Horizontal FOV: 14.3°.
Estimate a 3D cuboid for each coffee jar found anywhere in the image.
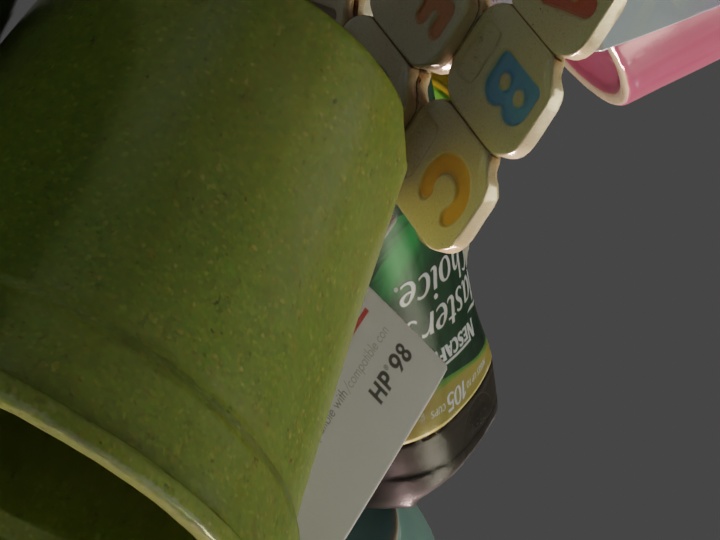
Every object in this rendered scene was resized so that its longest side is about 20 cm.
[{"bbox_3d":[0.000,0.000,1.252,0.104,0.085,0.200,-51,134,-54],"label":"coffee jar"}]

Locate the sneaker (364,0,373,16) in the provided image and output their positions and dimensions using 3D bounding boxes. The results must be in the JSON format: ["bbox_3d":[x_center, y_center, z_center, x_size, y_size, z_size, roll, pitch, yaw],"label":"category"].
[{"bbox_3d":[0.010,-0.138,1.081,0.200,0.085,0.073,-63,169,17],"label":"sneaker"}]

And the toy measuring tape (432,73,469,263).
[{"bbox_3d":[0.026,-0.081,1.353,0.074,0.073,0.201,96,1,-75],"label":"toy measuring tape"}]

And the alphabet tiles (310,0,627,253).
[{"bbox_3d":[0.013,-0.107,0.980,0.015,0.196,0.200,12,121,-40],"label":"alphabet tiles"}]

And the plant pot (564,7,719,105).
[{"bbox_3d":[0.168,-0.190,1.506,0.179,0.200,0.200,-37,170,-6],"label":"plant pot"}]

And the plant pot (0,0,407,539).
[{"bbox_3d":[-0.077,0.006,0.894,0.184,0.200,0.200,-63,177,-28],"label":"plant pot"}]

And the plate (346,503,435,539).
[{"bbox_3d":[-0.048,0.099,1.288,0.026,0.200,0.200,-61,170,28],"label":"plate"}]

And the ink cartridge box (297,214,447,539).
[{"bbox_3d":[-0.047,0.071,1.060,0.200,0.067,0.116,-31,-162,45],"label":"ink cartridge box"}]

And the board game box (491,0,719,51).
[{"bbox_3d":[0.097,-0.130,1.164,0.200,0.041,0.199,-23,-165,-35],"label":"board game box"}]
